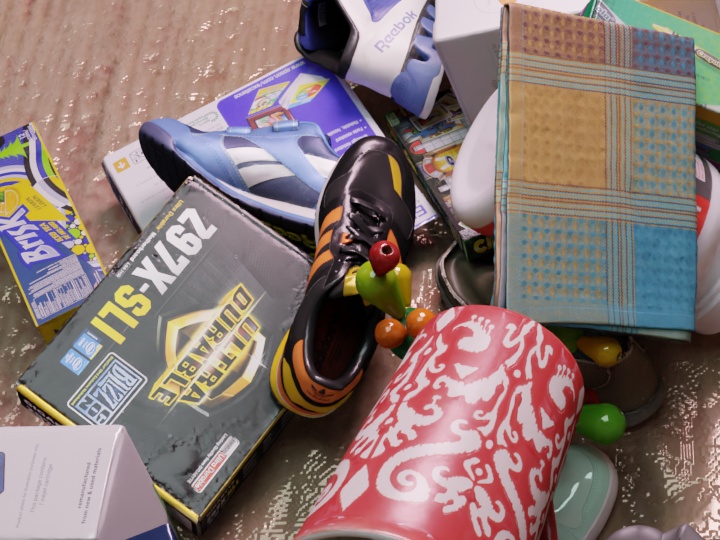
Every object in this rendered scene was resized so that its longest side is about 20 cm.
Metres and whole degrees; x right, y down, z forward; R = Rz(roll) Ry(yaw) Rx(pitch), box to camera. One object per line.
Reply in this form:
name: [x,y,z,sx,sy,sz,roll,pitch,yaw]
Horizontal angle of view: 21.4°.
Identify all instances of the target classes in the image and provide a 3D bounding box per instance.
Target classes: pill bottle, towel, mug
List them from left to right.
mug: [0.050,0.139,1.080,0.133,0.178,0.200,7,42,21]
towel: [0.147,-0.059,1.179,0.146,0.022,0.201,8,76,-25]
pill bottle: [0.169,-0.042,1.262,0.199,0.116,0.116,26,51,-19]

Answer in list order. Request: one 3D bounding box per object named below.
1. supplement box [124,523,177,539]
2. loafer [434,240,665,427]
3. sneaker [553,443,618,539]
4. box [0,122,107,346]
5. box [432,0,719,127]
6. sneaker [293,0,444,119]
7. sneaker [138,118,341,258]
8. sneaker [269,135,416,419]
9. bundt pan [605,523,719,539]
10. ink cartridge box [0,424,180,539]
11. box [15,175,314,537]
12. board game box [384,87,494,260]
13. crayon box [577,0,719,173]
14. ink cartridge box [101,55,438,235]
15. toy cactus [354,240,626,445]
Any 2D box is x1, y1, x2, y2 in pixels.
supplement box: [-0.161,0.295,1.118,0.199,0.135,0.200,-21,50,-3]
loafer: [0.128,0.027,1.304,0.075,0.070,0.200,-41,54,-19]
sneaker: [0.075,0.152,1.185,0.200,0.118,0.074,-32,49,-14]
box: [-0.236,-0.018,1.433,0.064,0.070,0.200,-24,50,-8]
box: [0.161,-0.209,1.393,0.199,0.106,0.153,-9,54,16]
sneaker: [0.010,-0.206,1.475,0.115,0.081,0.200,16,39,-9]
sneaker: [-0.066,-0.070,1.377,0.199,0.074,0.082,24,68,13]
sneaker: [0.000,0.000,1.264,0.070,0.090,0.201,20,76,-12]
bundt pan: [0.177,0.234,1.121,0.201,0.076,0.203,-7,50,8]
ink cartridge box: [-0.234,0.172,1.229,0.199,0.146,0.088,0,53,13]
box: [-0.114,0.056,1.312,0.159,0.049,0.200,35,70,11]
board game box: [0.094,-0.082,1.401,0.104,0.024,0.200,-19,35,-7]
crayon box: [0.226,-0.109,1.295,0.199,0.119,0.059,21,68,-7]
ink cartridge box: [-0.069,-0.053,1.433,0.197,0.043,0.200,-28,55,-8]
toy cactus: [0.072,0.058,1.225,0.199,0.165,0.103,23,56,-13]
